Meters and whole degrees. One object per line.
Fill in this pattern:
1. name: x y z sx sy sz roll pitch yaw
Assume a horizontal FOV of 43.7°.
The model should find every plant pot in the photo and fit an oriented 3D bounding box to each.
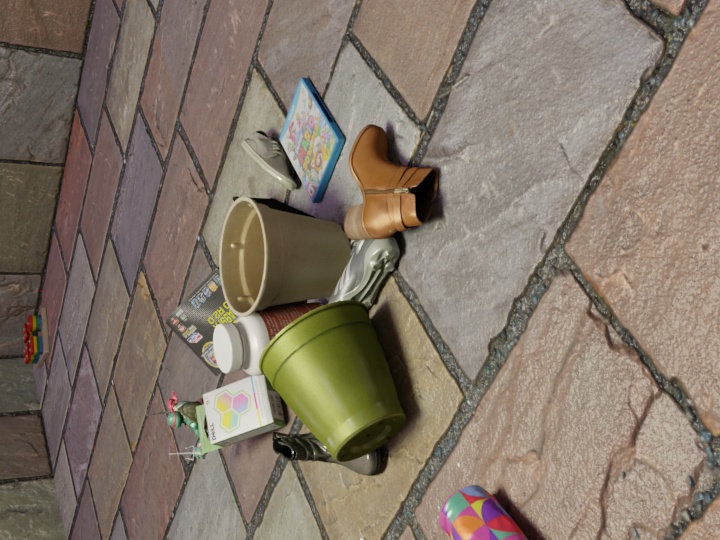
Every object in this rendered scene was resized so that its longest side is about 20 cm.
1. plant pot: -0.124 -0.022 1.555 0.200 0.182 0.203 -1 89 59
2. plant pot: -0.029 0.185 1.409 0.194 0.199 0.201 58 137 26

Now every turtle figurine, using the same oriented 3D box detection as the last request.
1. turtle figurine: -0.340 0.321 1.896 0.101 0.198 0.150 -61 41 39

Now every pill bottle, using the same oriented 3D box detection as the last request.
1. pill bottle: -0.150 0.122 1.572 0.112 0.198 0.113 18 111 57

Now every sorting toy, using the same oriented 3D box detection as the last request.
1. sorting toy: -1.360 0.282 3.751 0.200 0.069 0.200 -42 54 52

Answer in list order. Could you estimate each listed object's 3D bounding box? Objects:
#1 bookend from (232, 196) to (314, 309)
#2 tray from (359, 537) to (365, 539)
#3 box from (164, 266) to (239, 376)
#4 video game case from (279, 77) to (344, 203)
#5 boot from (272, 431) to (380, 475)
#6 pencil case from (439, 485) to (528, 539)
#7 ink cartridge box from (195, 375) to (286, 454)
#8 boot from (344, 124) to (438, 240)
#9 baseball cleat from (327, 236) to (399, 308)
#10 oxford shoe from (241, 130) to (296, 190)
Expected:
1. bookend: -0.179 -0.027 1.738 0.200 0.091 0.201 28 114 57
2. tray: 0.031 0.531 1.439 0.200 0.022 0.108 37 120 54
3. box: -0.282 0.099 1.821 0.160 0.044 0.200 48 122 -3
4. video game case: -0.094 -0.244 1.670 0.201 0.018 0.144 62 139 40
5. boot: -0.062 0.304 1.494 0.199 0.130 0.068 2 91 59
6. pencil case: 0.182 0.360 1.134 0.200 0.088 0.089 43 125 49
7. ink cartridge box: -0.253 0.285 1.786 0.199 0.059 0.105 -21 67 17
8. boot: 0.050 -0.145 1.375 0.155 0.076 0.202 -11 58 46
9. baseball cleat: 0.000 0.000 1.473 0.200 0.069 0.107 -50 41 34
10. oxford shoe: -0.174 -0.221 1.766 0.058 0.075 0.200 -44 44 2
